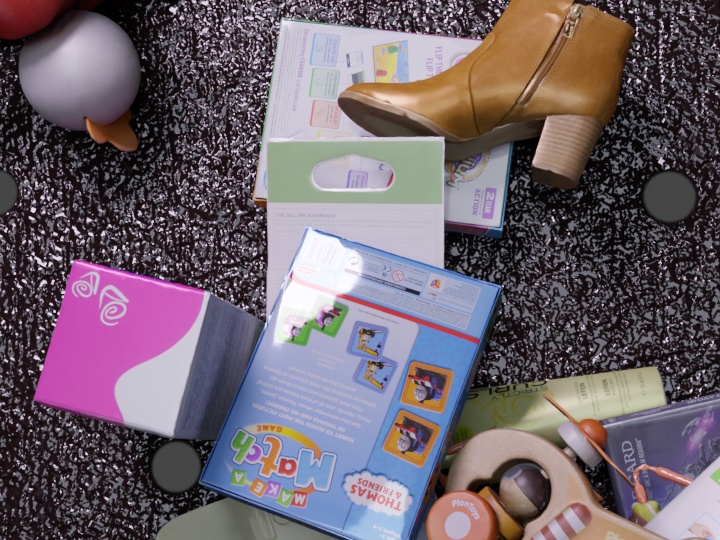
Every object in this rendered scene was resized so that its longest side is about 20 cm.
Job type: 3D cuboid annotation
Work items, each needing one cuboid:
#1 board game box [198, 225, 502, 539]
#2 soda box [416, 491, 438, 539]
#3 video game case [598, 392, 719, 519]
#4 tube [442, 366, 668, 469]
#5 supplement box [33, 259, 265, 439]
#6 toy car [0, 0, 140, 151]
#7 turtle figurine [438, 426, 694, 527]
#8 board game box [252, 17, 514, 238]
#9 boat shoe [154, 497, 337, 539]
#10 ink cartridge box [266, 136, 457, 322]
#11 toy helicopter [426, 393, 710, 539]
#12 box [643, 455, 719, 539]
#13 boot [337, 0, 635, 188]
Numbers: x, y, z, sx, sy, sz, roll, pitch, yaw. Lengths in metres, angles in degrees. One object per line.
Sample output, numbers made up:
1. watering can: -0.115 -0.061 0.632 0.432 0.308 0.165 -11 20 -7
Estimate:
1. board game box: -0.004 0.083 0.825 0.151 0.037 0.200 18 72 14
2. soda box: 0.049 0.240 0.858 0.064 0.068 0.200 -25 92 -20
3. video game case: 0.288 0.155 0.869 0.200 0.019 0.143 -13 103 5
4. tube: 0.130 0.112 0.899 0.200 0.058 0.052 -9 92 6
5. supplement box: -0.144 0.065 0.860 0.101 0.200 0.103 14 84 7
6. toy car: -0.231 -0.188 0.950 0.184 0.177 0.200 -20 110 16
7. turtle figurine: 0.148 0.203 0.849 0.200 0.064 0.161 3 105 11
8. board game box: 0.024 -0.114 0.947 0.200 0.040 0.153 8 83 7
9. boat shoe: -0.058 0.195 0.904 0.201 0.063 0.074 -12 76 -10
10. ink cartridge box: 0.000 0.000 0.902 0.145 0.048 0.200 2 93 17
11. toy helicopter: 0.151 0.159 0.773 0.200 0.079 0.132 19 76 29
12. box: 0.247 0.218 0.789 0.200 0.113 0.101 -43 39 0
13. boot: 0.096 -0.153 0.896 0.201 0.071 0.144 17 77 7
